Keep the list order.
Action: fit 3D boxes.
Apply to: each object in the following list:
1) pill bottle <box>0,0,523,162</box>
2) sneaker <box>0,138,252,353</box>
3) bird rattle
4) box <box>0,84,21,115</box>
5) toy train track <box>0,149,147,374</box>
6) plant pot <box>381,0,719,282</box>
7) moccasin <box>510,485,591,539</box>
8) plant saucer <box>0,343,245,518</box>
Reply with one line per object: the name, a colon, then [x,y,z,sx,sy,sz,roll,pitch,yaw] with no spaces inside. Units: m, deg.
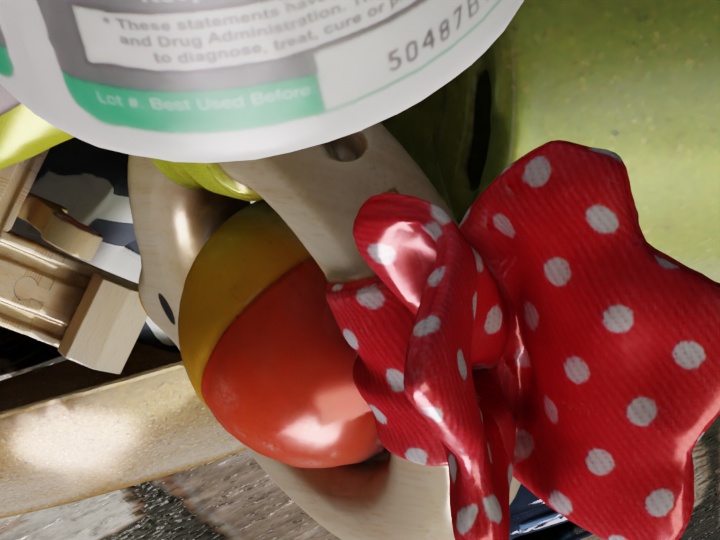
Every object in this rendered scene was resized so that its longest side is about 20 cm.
pill bottle: [-0.034,-0.122,0.437,0.113,0.113,0.200,-23,140,-9]
sneaker: [-0.092,-0.006,0.789,0.199,0.080,0.130,-32,154,-15]
bird rattle: [0.000,0.000,0.623,0.113,0.200,0.163,-41,158,-26]
box: [-0.178,-0.037,0.562,0.200,0.075,0.100,-31,134,9]
toy train track: [-0.131,-0.014,0.661,0.200,0.033,0.115,23,95,-34]
plant pot: [0.082,-0.064,0.708,0.184,0.201,0.200,-9,155,-28]
moccasin: [0.080,0.135,1.398,0.200,0.068,0.080,-37,158,30]
plant saucer: [-0.077,0.046,0.896,0.199,0.036,0.200,-16,-178,1]
